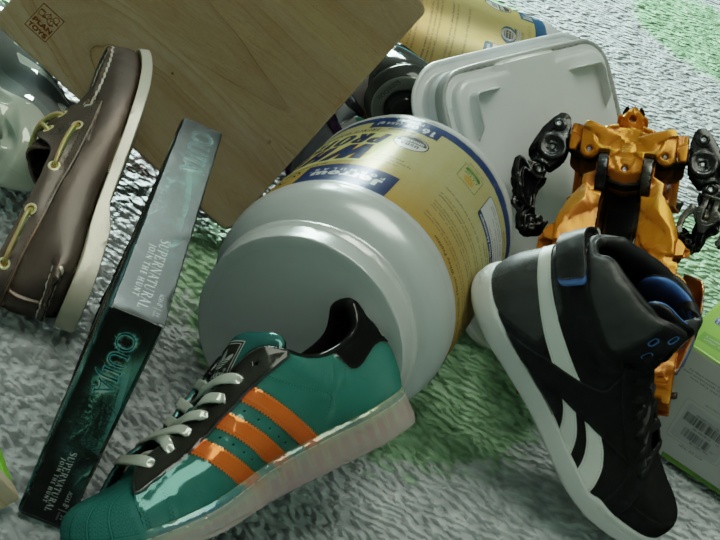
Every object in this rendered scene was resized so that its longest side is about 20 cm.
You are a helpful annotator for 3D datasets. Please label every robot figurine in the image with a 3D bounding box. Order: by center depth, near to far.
[{"bbox_3d":[0.161,-0.011,0.967,0.145,0.058,0.200,9,69,11],"label":"robot figurine"}]

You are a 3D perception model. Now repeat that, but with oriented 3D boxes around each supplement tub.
[{"bbox_3d":[0.000,0.000,0.899,0.144,0.145,0.200,29,29,7],"label":"supplement tub"},{"bbox_3d":[0.045,-0.153,1.178,0.200,0.145,0.145,18,30,-12],"label":"supplement tub"}]

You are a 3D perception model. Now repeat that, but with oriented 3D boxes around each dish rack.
[{"bbox_3d":[0.128,-0.059,1.035,0.171,0.200,0.044,-17,6,-31],"label":"dish rack"}]

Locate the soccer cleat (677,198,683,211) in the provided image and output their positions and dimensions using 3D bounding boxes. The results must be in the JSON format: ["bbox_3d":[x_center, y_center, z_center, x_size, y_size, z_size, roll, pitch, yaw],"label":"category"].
[{"bbox_3d":[0.181,-0.033,1.175,0.085,0.069,0.200,23,27,25],"label":"soccer cleat"}]

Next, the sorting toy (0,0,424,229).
[{"bbox_3d":[-0.099,-0.167,1.002,0.200,0.199,0.070,42,-3,-10],"label":"sorting toy"}]

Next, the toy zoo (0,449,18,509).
[{"bbox_3d":[-0.230,0.014,0.741,0.020,0.131,0.200,-30,47,-4],"label":"toy zoo"}]

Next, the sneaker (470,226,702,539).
[{"bbox_3d":[0.156,0.068,0.859,0.200,0.112,0.073,56,35,-16],"label":"sneaker"}]

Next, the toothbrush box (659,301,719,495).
[{"bbox_3d":[0.295,0.087,1.040,0.146,0.086,0.200,34,31,17],"label":"toothbrush box"}]

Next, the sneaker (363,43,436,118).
[{"bbox_3d":[0.074,-0.091,1.089,0.200,0.075,0.079,47,16,-34],"label":"sneaker"}]

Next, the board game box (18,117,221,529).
[{"bbox_3d":[-0.121,0.021,0.784,0.028,0.135,0.200,23,30,-9],"label":"board game box"}]

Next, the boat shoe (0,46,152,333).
[{"bbox_3d":[-0.170,-0.059,0.892,0.059,0.072,0.200,18,58,-12],"label":"boat shoe"}]

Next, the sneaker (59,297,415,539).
[{"bbox_3d":[-0.067,0.077,0.745,0.200,0.071,0.080,-25,98,-33],"label":"sneaker"}]

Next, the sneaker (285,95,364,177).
[{"bbox_3d":[-0.005,-0.050,1.076,0.200,0.087,0.074,54,9,9],"label":"sneaker"}]

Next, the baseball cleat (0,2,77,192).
[{"bbox_3d":[-0.220,-0.108,1.006,0.106,0.070,0.200,20,31,-37],"label":"baseball cleat"}]
